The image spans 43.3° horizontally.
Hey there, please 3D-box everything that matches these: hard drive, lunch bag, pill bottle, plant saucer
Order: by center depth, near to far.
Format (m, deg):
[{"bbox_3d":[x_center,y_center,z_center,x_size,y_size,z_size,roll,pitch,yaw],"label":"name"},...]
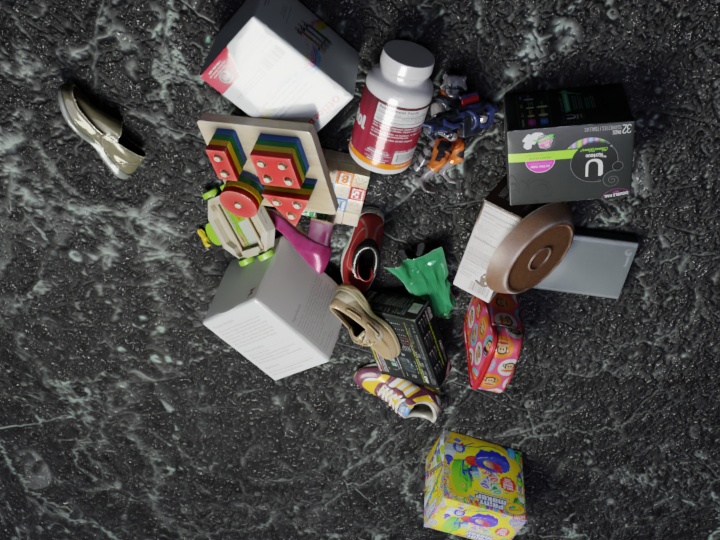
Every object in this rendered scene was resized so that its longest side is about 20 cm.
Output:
[{"bbox_3d":[0.054,-0.268,1.486,0.112,0.113,0.201,13,130,-5],"label":"pill bottle"},{"bbox_3d":[0.306,-0.030,1.592,0.200,0.034,0.201,-28,145,-22],"label":"plant saucer"},{"bbox_3d":[0.407,-0.018,1.715,0.199,0.033,0.140,7,131,0],"label":"hard drive"},{"bbox_3d":[0.251,0.131,1.751,0.081,0.201,0.177,8,131,-7],"label":"lunch bag"}]

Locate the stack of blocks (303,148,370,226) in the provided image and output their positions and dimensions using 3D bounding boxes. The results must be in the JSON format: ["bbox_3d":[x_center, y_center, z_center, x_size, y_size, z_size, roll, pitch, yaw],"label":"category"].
[{"bbox_3d":[-0.089,-0.160,1.629,0.199,0.059,0.116,12,131,-5],"label":"stack of blocks"}]

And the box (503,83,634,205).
[{"bbox_3d":[0.340,-0.208,1.500,0.199,0.125,0.149,-4,129,8],"label":"box"}]

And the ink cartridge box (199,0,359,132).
[{"bbox_3d":[-0.121,-0.324,1.435,0.200,0.145,0.145,37,125,-23],"label":"ink cartridge box"}]

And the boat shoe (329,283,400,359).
[{"bbox_3d":[0.005,0.113,1.749,0.071,0.065,0.200,-5,134,45],"label":"boat shoe"}]

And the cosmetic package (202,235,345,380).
[{"bbox_3d":[-0.157,0.075,1.747,0.167,0.167,0.200,-22,126,41],"label":"cosmetic package"}]

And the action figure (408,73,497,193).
[{"bbox_3d":[0.130,-0.229,1.492,0.104,0.200,0.194,27,115,33],"label":"action figure"}]

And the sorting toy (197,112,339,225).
[{"bbox_3d":[-0.156,-0.153,1.480,0.199,0.070,0.199,9,146,19],"label":"sorting toy"}]

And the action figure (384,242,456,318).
[{"bbox_3d":[0.136,0.030,1.772,0.118,0.055,0.200,-16,134,17],"label":"action figure"}]

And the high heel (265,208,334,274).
[{"bbox_3d":[-0.140,-0.058,1.668,0.199,0.067,0.096,13,93,22],"label":"high heel"}]

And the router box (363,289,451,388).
[{"bbox_3d":[0.086,0.138,1.825,0.149,0.062,0.201,10,137,35],"label":"router box"}]

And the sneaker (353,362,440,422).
[{"bbox_3d":[0.080,0.265,1.954,0.199,0.090,0.075,15,131,-7],"label":"sneaker"}]

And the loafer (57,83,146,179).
[{"bbox_3d":[-0.449,-0.253,1.590,0.069,0.075,0.200,-27,128,12],"label":"loafer"}]

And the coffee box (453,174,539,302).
[{"bbox_3d":[0.249,-0.058,1.634,0.079,0.114,0.201,28,131,14],"label":"coffee box"}]

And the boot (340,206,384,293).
[{"bbox_3d":[0.000,0.000,1.701,0.072,0.145,0.201,9,132,-4],"label":"boot"}]

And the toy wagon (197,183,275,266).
[{"bbox_3d":[-0.237,-0.085,1.689,0.200,0.040,0.156,-13,108,51],"label":"toy wagon"}]

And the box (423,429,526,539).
[{"bbox_3d":[0.258,0.496,2.065,0.199,0.193,0.122,17,130,-9],"label":"box"}]
